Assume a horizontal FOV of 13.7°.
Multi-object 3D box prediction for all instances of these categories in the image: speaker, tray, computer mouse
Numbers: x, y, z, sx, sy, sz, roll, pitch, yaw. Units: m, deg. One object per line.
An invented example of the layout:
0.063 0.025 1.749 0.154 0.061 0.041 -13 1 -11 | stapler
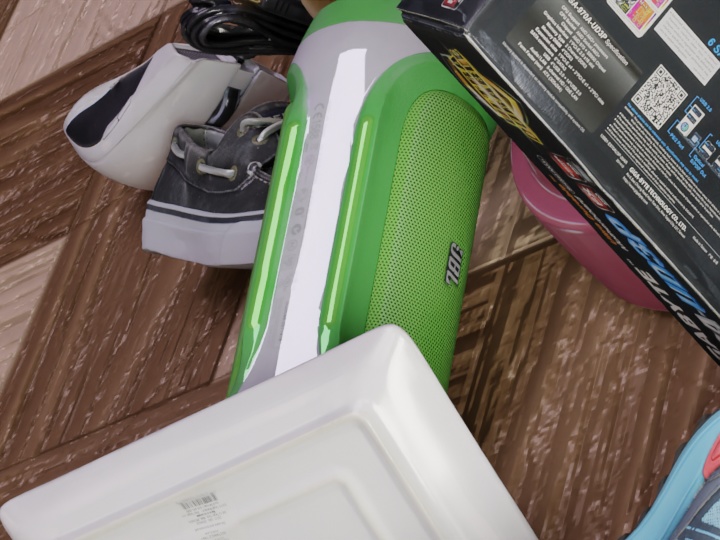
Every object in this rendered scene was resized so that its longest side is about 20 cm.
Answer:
0.000 0.000 1.113 0.088 0.088 0.200 -16 55 45 | speaker
-0.037 0.099 1.047 0.200 0.108 0.022 -26 10 34 | tray
-0.069 -0.074 1.373 0.200 0.109 0.044 -30 55 52 | computer mouse

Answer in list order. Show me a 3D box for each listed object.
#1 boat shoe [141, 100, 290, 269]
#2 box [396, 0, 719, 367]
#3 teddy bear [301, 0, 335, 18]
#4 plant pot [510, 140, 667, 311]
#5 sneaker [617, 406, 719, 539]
-0.040 -0.036 1.256 0.200 0.072 0.071 5 92 58 | boat shoe
0.129 -0.072 0.942 0.159 0.200 0.046 -50 29 -9 | box
0.005 -0.152 1.322 0.200 0.145 0.067 -106 37 -64 | teddy bear
0.105 -0.115 1.063 0.200 0.179 0.200 -35 29 23 | plant pot
0.112 0.111 0.872 0.200 0.079 0.096 -45 35 20 | sneaker
